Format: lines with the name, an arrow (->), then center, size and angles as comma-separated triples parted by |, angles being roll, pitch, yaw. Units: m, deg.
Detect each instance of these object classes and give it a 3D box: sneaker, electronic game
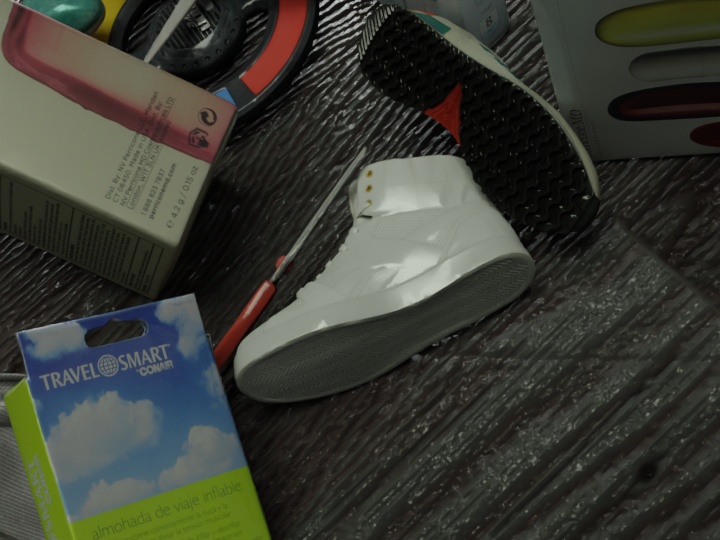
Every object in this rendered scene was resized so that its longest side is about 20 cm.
sneaker -> 0.091, -0.105, 0.839 | 0.200, 0.093, 0.071 | 43, 121, 22
electronic game -> -0.125, -0.181, 0.981 | 0.197, 0.042, 0.203 | -9, 60, 15
sneaker -> 0.000, 0.000, 0.829 | 0.198, 0.074, 0.116 | -24, 53, -3

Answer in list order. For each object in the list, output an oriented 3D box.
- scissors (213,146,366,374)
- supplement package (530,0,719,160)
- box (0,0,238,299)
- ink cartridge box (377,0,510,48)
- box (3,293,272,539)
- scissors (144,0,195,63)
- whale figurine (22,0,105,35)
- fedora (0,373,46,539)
scissors -> -0.057, 0.006, 0.838 | 0.014, 0.073, 0.201 | 33, 78, 1
supplement package -> 0.213, -0.180, 0.775 | 0.197, 0.192, 0.149 | -2, 62, 18
box -> -0.196, -0.082, 0.851 | 0.198, 0.128, 0.110 | 25, 69, -8
ink cartridge box -> 0.018, -0.251, 0.875 | 0.047, 0.201, 0.160 | -43, 58, -10
box -> -0.120, 0.125, 0.730 | 0.047, 0.121, 0.203 | -30, 76, 51
scissors -> -0.106, -0.227, 0.961 | 0.072, 0.014, 0.202 | 2, 54, 15
whale figurine -> -0.274, -0.135, 0.958 | 0.158, 0.104, 0.202 | 31, 88, 30
fedora -> -0.207, 0.133, 0.770 | 0.198, 0.091, 0.178 | 25, 62, 3
